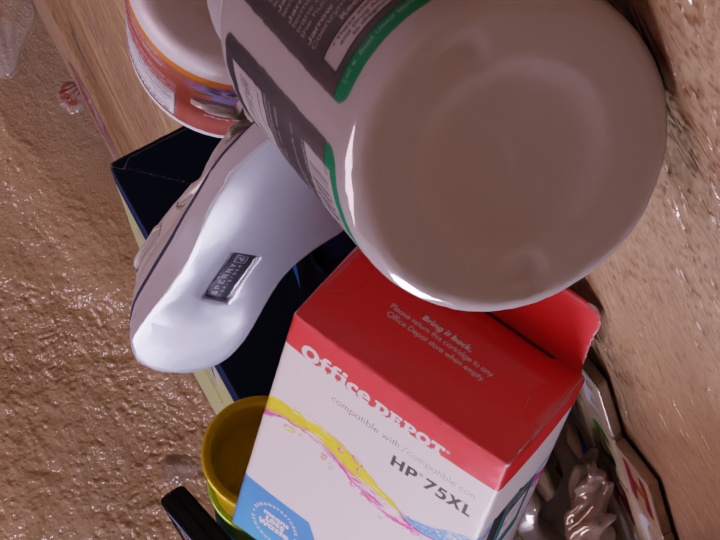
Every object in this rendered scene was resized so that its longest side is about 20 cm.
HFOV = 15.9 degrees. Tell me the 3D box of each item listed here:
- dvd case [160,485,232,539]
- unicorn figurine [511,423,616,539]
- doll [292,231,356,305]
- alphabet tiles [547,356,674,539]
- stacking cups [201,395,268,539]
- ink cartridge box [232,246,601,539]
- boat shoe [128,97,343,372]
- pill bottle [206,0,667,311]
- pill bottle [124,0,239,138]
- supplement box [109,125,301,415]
[{"bbox_3d":[-0.030,0.213,1.325,0.143,0.018,0.201,42,163,50],"label":"dvd case"},{"bbox_3d":[0.069,0.111,1.249,0.200,0.073,0.138,-127,17,-68],"label":"unicorn figurine"},{"bbox_3d":[0.000,0.000,1.217,0.137,0.048,0.201,58,147,40],"label":"doll"},{"bbox_3d":[0.102,0.075,1.212,0.200,0.008,0.168,56,169,50],"label":"alphabet tiles"},{"bbox_3d":[-0.052,0.125,1.345,0.061,0.060,0.200,61,168,18],"label":"stacking cups"},{"bbox_3d":[0.022,0.067,1.129,0.116,0.067,0.201,34,141,14],"label":"ink cartridge box"},{"bbox_3d":[-0.048,-0.042,1.169,0.202,0.074,0.087,-52,37,43],"label":"boat shoe"},{"bbox_3d":[0.017,-0.075,0.890,0.114,0.113,0.200,68,172,-30],"label":"pill bottle"},{"bbox_3d":[-0.057,-0.125,1.234,0.113,0.112,0.200,63,173,5],"label":"pill bottle"},{"bbox_3d":[-0.028,0.032,1.469,0.201,0.134,0.200,59,171,27],"label":"supplement box"}]
